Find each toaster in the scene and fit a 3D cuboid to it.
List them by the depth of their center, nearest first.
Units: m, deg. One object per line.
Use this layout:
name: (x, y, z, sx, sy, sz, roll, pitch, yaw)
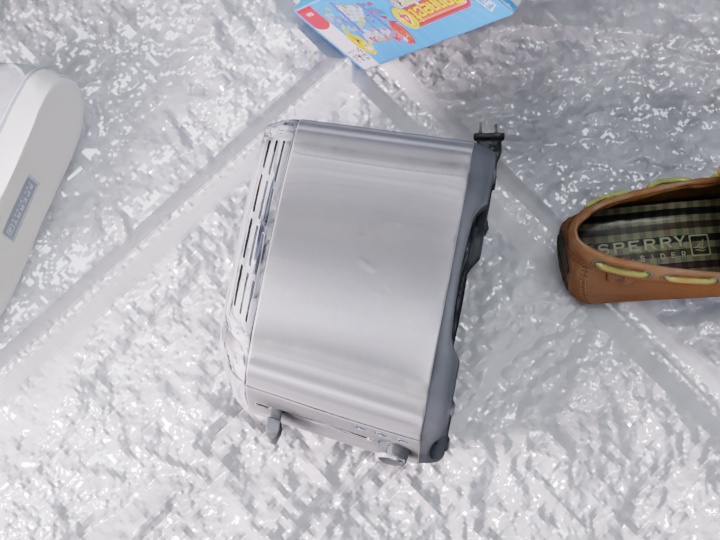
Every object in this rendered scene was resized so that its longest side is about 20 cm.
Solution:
toaster: (0.000, 0.000, 1.240, 0.128, 0.114, 0.202, 11, 74, 3)

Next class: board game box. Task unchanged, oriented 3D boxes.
board game box: (0.070, -0.216, 1.265, 0.056, 0.200, 0.197, 38, 74, -16)

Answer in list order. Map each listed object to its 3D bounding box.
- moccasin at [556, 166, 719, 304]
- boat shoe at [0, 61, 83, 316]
moccasin: (0.208, -0.027, 1.278, 0.199, 0.078, 0.074, -2, 73, -4)
boat shoe: (-0.223, -0.027, 1.263, 0.068, 0.072, 0.201, 17, 78, 25)
